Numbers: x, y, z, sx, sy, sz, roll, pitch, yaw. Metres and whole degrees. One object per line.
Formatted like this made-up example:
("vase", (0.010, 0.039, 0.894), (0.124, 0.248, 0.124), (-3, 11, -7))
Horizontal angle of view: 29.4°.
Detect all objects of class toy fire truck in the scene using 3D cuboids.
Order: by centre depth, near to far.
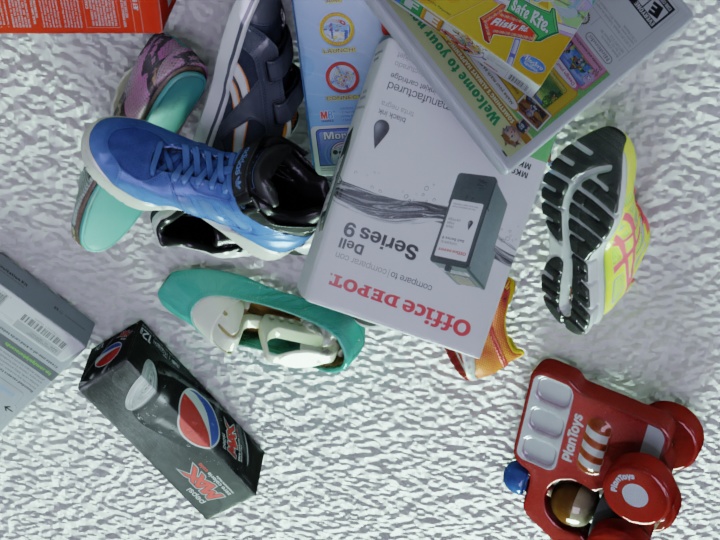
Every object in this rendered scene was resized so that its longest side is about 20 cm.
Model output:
("toy fire truck", (0.222, 0.192, 1.307), (0.166, 0.112, 0.202), (23, 128, 20))

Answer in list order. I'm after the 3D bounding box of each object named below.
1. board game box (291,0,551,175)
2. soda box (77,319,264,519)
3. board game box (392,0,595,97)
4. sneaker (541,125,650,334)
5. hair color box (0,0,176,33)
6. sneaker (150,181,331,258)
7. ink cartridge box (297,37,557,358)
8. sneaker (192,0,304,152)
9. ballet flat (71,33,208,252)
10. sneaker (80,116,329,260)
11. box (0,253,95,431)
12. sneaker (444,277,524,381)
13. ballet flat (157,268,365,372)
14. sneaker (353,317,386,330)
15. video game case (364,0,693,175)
("board game box", (0.050, -0.176, 1.086), (0.197, 0.056, 0.198), (-1, 124, 7))
("soda box", (-0.180, 0.147, 1.334), (0.070, 0.064, 0.200), (-28, 118, 23))
("board game box", (0.075, -0.234, 0.951), (0.199, 0.034, 0.135), (34, 82, 0))
("sneaker", (0.205, -0.044, 1.151), (0.090, 0.078, 0.202), (-27, 142, -27))
("hair color box", (-0.240, -0.230, 1.054), (0.196, 0.102, 0.062), (2, 126, 6))
("sneaker", (-0.087, -0.036, 1.187), (0.197, 0.080, 0.075), (5, 124, 0))
("ink cartridge box", (0.051, -0.052, 1.031), (0.144, 0.084, 0.203), (18, 93, -7))
("sneaker", (-0.079, -0.156, 1.103), (0.078, 0.079, 0.201), (21, 136, -2))
("ballet flat", (-0.193, -0.111, 1.154), (0.069, 0.071, 0.201), (3, 128, -46))
("sneaker", (-0.112, -0.078, 1.069), (0.198, 0.078, 0.111), (28, 149, -23))
("box", (-0.374, 0.073, 1.318), (0.155, 0.041, 0.200), (38, 120, -19))
("sneaker", (0.092, 0.001, 1.210), (0.076, 0.073, 0.202), (-26, 121, -10))
("ballet flat", (-0.092, 0.049, 1.250), (0.197, 0.071, 0.068), (13, 126, -2))
("sneaker", (0.000, 0.000, 1.161), (0.098, 0.072, 0.200), (7, 163, -17))
("video game case", (0.109, -0.202, 0.979), (0.181, 0.022, 0.201), (-38, 88, -8))
